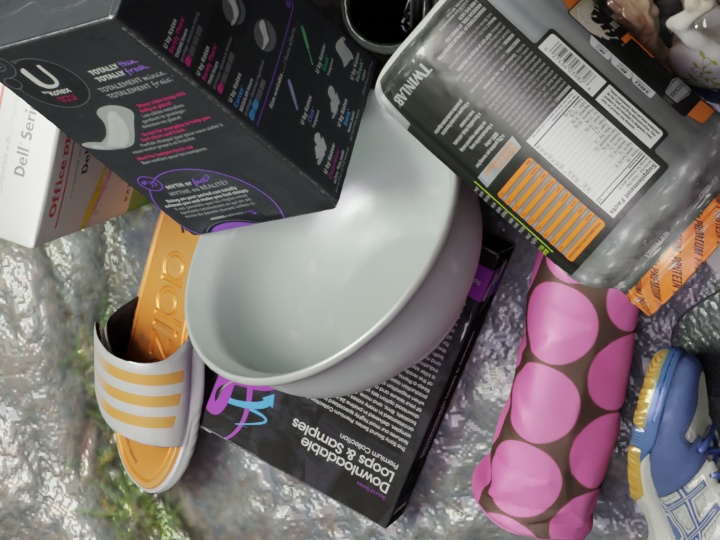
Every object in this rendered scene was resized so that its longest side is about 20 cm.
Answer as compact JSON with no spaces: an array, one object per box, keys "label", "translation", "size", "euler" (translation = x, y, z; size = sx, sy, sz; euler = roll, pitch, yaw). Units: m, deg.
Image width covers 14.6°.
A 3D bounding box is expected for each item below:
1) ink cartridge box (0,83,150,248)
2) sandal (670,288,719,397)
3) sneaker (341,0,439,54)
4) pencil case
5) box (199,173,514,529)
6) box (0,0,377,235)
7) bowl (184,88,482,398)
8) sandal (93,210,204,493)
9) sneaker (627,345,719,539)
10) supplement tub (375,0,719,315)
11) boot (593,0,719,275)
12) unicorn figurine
[{"label":"ink cartridge box","translation":[-0.187,-0.085,1.709],"size":[0.067,0.200,0.117],"euler":[19,109,19]},{"label":"sandal","translation":[0.267,0.009,1.626],"size":[0.200,0.043,0.076],"euler":[-26,84,36]},{"label":"sneaker","translation":[0.072,-0.183,1.629],"size":[0.200,0.099,0.071],"euler":[-35,85,25]},{"label":"pencil case","translation":[0.122,0.057,1.673],"size":[0.091,0.094,0.200],"euler":[6,110,-24]},{"label":"box","translation":[-0.005,0.042,1.751],"size":[0.143,0.036,0.200],"euler":[29,110,16]},{"label":"box","translation":[-0.104,-0.121,1.614],"size":[0.122,0.200,0.106],"euler":[-10,53,39]},{"label":"bowl","translation":[0.000,0.000,1.648],"size":[0.201,0.201,0.090],"euler":[-27,133,26]},{"label":"sandal","translation":[-0.138,0.040,1.784],"size":[0.079,0.059,0.207],"euler":[23,108,44]},{"label":"sneaker","translation":[0.208,0.136,1.655],"size":[0.088,0.075,0.200],"euler":[6,119,23]},{"label":"supplement tub","translation":[0.117,-0.076,1.542],"size":[0.200,0.123,0.123],"euler":[43,115,2]},{"label":"boot","translation":[0.190,-0.101,1.622],"size":[0.090,0.073,0.200],"euler":[-36,89,13]},{"label":"unicorn figurine","translation":[0.236,-0.120,1.543],"size":[0.200,0.074,0.137],"euler":[20,145,27]}]
